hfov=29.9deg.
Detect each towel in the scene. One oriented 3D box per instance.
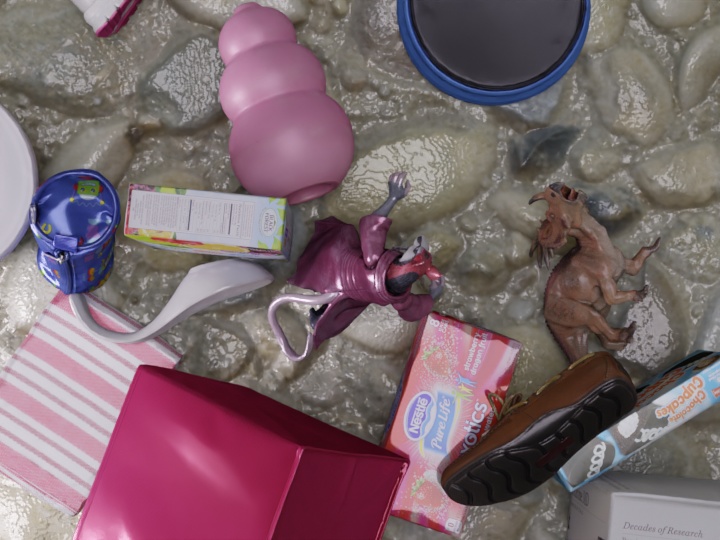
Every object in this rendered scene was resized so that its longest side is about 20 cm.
[{"bbox_3d":[-0.290,0.128,1.354,0.146,0.030,0.200,34,85,-1],"label":"towel"}]

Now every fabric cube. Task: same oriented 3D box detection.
[{"bbox_3d":[-0.108,0.220,1.231,0.199,0.200,0.197,19,89,32],"label":"fabric cube"}]

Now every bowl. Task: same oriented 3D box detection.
[{"bbox_3d":[0.137,-0.270,1.364,0.199,0.039,0.202,0,89,-2],"label":"bowl"}]

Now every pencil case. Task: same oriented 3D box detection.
[{"bbox_3d":[-0.269,-0.031,1.268,0.078,0.200,0.087,19,74,-7],"label":"pencil case"}]

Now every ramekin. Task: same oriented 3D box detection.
[{"bbox_3d":[-0.410,-0.084,1.321,0.201,0.094,0.204,0,89,-2],"label":"ramekin"}]

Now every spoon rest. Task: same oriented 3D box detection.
[{"bbox_3d":[-0.181,0.032,1.323,0.199,0.099,0.061,-12,86,2],"label":"spoon rest"}]

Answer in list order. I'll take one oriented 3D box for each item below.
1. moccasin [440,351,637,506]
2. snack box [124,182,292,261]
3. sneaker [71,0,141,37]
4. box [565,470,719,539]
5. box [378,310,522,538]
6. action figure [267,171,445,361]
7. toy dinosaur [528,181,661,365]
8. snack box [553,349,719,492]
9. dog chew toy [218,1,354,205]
[{"bbox_3d":[0.159,0.145,1.251,0.201,0.078,0.074,-42,120,8],"label":"moccasin"},{"bbox_3d":[-0.137,-0.042,1.272,0.141,0.200,0.053,7,88,-1],"label":"snack box"},{"bbox_3d":[-0.228,-0.334,1.337,0.088,0.081,0.200,38,88,-2],"label":"sneaker"},{"bbox_3d":[0.307,0.269,1.275,0.199,0.199,0.131,6,88,-1],"label":"box"},{"bbox_3d":[0.079,0.148,1.325,0.099,0.095,0.201,19,88,0],"label":"box"},{"bbox_3d":[0.000,0.000,1.274,0.149,0.200,0.134,-36,105,-25],"label":"action figure"},{"bbox_3d":[0.216,0.013,1.343,0.135,0.086,0.201,17,105,10],"label":"toy dinosaur"},{"bbox_3d":[0.271,0.144,1.319,0.199,0.116,0.037,-31,90,-2],"label":"snack box"},{"bbox_3d":[-0.083,-0.167,1.321,0.124,0.125,0.201,-19,81,-2],"label":"dog chew toy"}]
